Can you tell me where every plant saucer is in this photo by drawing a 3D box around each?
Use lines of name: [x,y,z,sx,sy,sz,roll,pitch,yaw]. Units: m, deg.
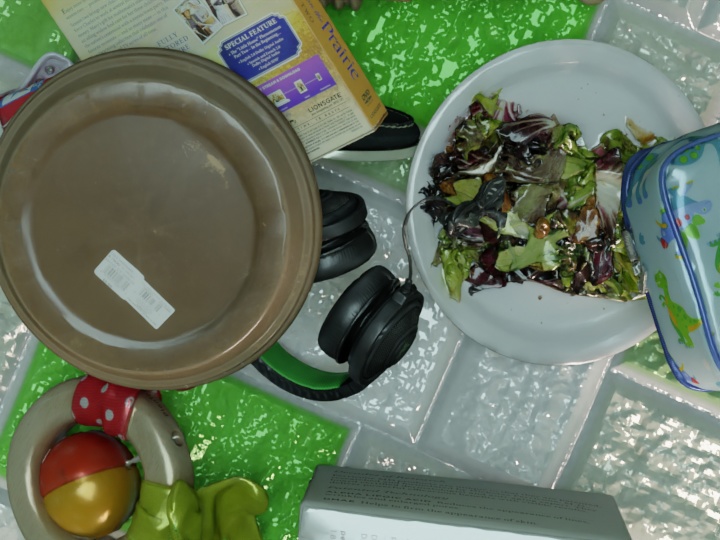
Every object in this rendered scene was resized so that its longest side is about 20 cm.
plant saucer: [-0.121,-0.026,1.061,0.199,0.029,0.201,1,103,6]

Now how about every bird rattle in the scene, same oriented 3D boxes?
bird rattle: [-0.153,0.117,1.145,0.162,0.113,0.201,-27,89,20]

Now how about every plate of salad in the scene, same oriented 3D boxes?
plate of salad: [0.127,-0.039,1.129,0.199,0.048,0.201,-2,100,-9]

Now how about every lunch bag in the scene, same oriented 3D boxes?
lunch bag: [0.260,-0.019,1.100,0.199,0.082,0.162,-20,92,-17]

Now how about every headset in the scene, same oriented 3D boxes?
headset: [0.000,0.000,1.116,0.200,0.094,0.124,-29,96,43]

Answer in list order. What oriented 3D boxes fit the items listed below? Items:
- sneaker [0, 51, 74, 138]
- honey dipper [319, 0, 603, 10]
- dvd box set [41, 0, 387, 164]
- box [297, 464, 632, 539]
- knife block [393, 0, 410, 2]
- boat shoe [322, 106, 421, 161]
sneaker: [-0.235,-0.080,1.123,0.199,0.071,0.113,9,128,-5]
honey dipper: [0.053,-0.177,1.143,0.199,0.038,0.038,2,94,1]
dvd box set: [-0.095,-0.140,1.063,0.146,0.029,0.201,-25,107,30]
box: [0.054,0.234,1.124,0.199,0.131,0.200,6,94,3]
knife block: [0.003,-0.198,1.103,0.175,0.199,0.064,22,69,-34]
boat shoe: [-0.057,-0.113,1.133,0.198,0.075,0.067,12,106,11]
